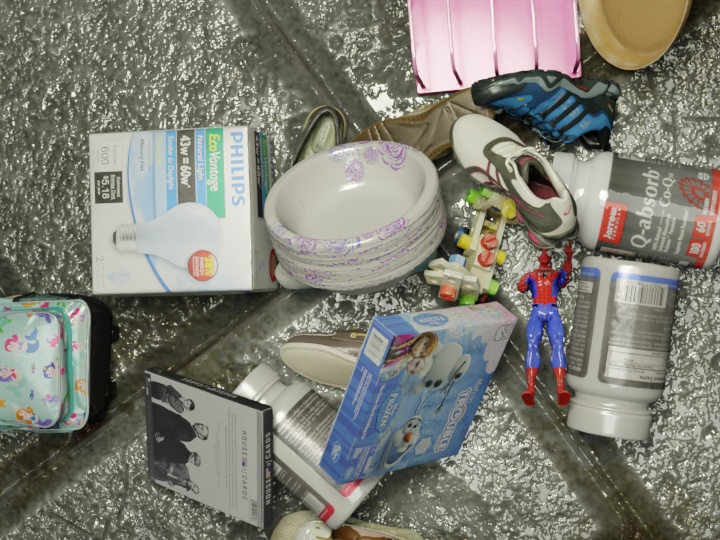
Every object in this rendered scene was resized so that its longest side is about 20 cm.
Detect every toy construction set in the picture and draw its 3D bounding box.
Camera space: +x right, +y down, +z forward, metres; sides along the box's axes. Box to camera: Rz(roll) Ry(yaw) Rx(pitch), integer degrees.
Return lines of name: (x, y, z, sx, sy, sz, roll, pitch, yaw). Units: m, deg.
toy construction set: (0.144, -0.031, 1.348, 0.092, 0.131, 0.200, 36, 63, -4)

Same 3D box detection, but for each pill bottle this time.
pill bottle: (0.300, 0.089, 1.345, 0.113, 0.114, 0.201, 8, 91, 8)
pill bottle: (0.316, -0.074, 1.342, 0.199, 0.116, 0.116, 10, 91, 8)
pill bottle: (-0.069, 0.206, 1.399, 0.200, 0.111, 0.111, 41, 95, 6)

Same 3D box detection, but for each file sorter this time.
file sorter: (0.155, -0.293, 1.362, 0.199, 0.125, 0.139, -5, 89, 8)

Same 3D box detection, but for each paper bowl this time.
paper bowl: (-0.002, -0.051, 1.315, 0.200, 0.201, 0.105, -10, 129, 8)

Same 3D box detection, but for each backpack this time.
backpack: (-0.421, 0.115, 1.439, 0.199, 0.151, 0.178, 2, 91, 13)

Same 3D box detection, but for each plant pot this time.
plant pot: (0.316, -0.330, 1.321, 0.027, 0.200, 0.201, -9, 88, -25)

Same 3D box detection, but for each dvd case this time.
dvd case: (-0.184, 0.210, 1.395, 0.200, 0.025, 0.151, 13, 110, 36)

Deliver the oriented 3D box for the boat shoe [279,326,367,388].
boat shoe: (0.001, 0.103, 1.415, 0.199, 0.072, 0.060, 7, 49, 20)

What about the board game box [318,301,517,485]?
board game box: (0.066, 0.136, 1.312, 0.043, 0.199, 0.200, 40, 122, 37)

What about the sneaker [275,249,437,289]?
sneaker: (0.000, 0.000, 1.404, 0.199, 0.074, 0.082, -15, 124, 3)

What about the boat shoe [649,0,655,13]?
boat shoe: (0.364, -0.371, 1.365, 0.086, 0.075, 0.203, -6, 82, -2)

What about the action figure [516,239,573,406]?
action figure: (0.213, 0.045, 1.338, 0.065, 0.099, 0.200, -1, 58, 8)

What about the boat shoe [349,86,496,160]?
boat shoe: (0.076, -0.160, 1.403, 0.200, 0.066, 0.074, -19, 89, 19)

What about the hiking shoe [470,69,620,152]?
hiking shoe: (0.218, -0.183, 1.339, 0.199, 0.074, 0.087, 0, 90, -25)

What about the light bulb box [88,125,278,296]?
light bulb box: (-0.212, -0.068, 1.415, 0.199, 0.125, 0.199, -3, 89, 9)

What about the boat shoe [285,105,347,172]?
boat shoe: (-0.064, -0.106, 1.422, 0.072, 0.066, 0.201, 14, 93, 5)

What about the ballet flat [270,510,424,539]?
ballet flat: (-0.017, 0.331, 1.415, 0.199, 0.062, 0.068, 2, 90, 9)

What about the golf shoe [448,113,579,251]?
golf shoe: (0.172, -0.117, 1.278, 0.077, 0.088, 0.200, -33, 63, -14)
